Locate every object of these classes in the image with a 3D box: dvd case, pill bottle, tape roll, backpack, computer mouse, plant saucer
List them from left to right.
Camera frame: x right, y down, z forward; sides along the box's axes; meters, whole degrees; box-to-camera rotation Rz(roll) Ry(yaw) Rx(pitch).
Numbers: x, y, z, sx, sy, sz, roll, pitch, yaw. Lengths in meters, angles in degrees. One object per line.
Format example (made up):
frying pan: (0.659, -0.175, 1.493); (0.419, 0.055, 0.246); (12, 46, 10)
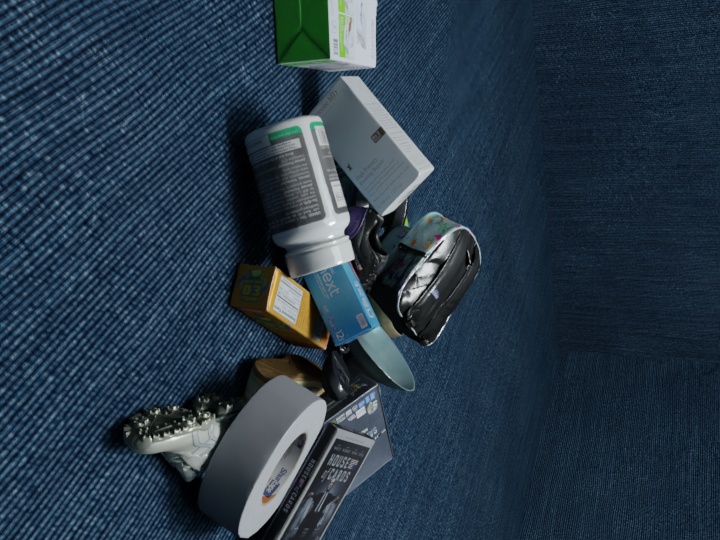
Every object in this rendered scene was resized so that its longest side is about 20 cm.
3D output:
tape roll: (-0.123, 0.240, 0.954); (0.201, 0.065, 0.201); (-56, 164, -25)
pill bottle: (-0.079, -0.100, 1.006); (0.113, 0.112, 0.203); (-22, 96, -64)
dvd case: (-0.060, 0.324, 1.077); (0.202, 0.025, 0.150); (-60, 152, -5)
computer mouse: (-0.041, 0.135, 1.135); (0.059, 0.034, 0.201); (61, 12, -21)
plant saucer: (0.020, 0.143, 1.311); (0.201, 0.039, 0.201); (49, 11, -13)
backpack: (0.111, 0.003, 1.269); (0.201, 0.150, 0.178); (-49, 139, -7)

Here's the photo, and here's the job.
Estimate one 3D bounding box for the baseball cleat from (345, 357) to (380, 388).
baseball cleat: (-0.001, 0.258, 1.329); (0.107, 0.069, 0.202); (-57, 141, -49)

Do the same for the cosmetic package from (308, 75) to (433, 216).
cosmetic package: (0.013, -0.198, 1.157); (0.201, 0.102, 0.074); (49, 28, 6)

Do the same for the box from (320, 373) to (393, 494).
box: (-0.044, 0.282, 1.155); (0.199, 0.051, 0.160); (-30, 124, -30)

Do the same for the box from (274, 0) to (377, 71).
box: (-0.049, -0.416, 1.122); (0.176, 0.095, 0.204); (-26, 115, -64)

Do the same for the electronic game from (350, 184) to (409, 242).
electronic game: (0.034, -0.115, 1.291); (0.199, 0.041, 0.203); (-32, 127, -55)

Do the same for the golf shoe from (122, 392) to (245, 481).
golf shoe: (-0.202, 0.206, 0.863); (0.199, 0.077, 0.099); (6, 93, -65)

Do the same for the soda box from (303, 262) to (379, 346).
soda box: (-0.045, 0.006, 1.093); (0.202, 0.063, 0.068); (65, 11, 8)

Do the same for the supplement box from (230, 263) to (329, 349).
supplement box: (-0.109, 0.055, 1.067); (0.200, 0.066, 0.070); (47, 52, -58)

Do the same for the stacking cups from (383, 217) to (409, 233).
stacking cups: (0.070, -0.058, 1.404); (0.060, 0.060, 0.203); (40, 39, -61)

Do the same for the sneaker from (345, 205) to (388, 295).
sneaker: (0.000, 0.000, 1.168); (0.076, 0.086, 0.204); (-25, 116, -63)

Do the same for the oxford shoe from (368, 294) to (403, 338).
oxford shoe: (0.044, 0.038, 1.403); (0.071, 0.074, 0.203); (-54, 140, -51)

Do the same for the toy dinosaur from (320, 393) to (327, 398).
toy dinosaur: (-0.056, 0.221, 1.214); (0.199, 0.057, 0.103); (-19, 109, -65)

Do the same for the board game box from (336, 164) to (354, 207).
board game box: (-0.036, -0.089, 1.243); (0.200, 0.046, 0.153); (-46, 133, -57)

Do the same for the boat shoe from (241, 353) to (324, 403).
boat shoe: (-0.107, 0.169, 1.091); (0.063, 0.073, 0.199); (-59, 151, 9)
